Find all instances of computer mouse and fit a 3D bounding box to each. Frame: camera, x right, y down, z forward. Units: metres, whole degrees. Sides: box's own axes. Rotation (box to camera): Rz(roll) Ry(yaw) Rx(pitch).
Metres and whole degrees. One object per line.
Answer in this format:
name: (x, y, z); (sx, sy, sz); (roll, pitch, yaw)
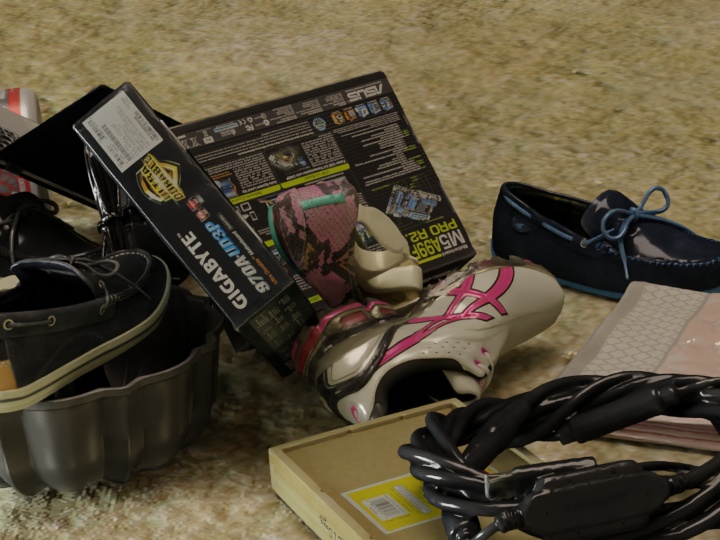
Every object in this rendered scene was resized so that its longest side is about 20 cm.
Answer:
computer mouse: (-0.144, -0.005, 1.305); (0.046, 0.141, 0.200); (-11, -18, 4)

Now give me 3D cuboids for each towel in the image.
towel: (0.229, 0.057, 1.140); (0.190, 0.032, 0.200); (5, 23, 26)

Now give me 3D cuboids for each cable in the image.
cable: (0.124, 0.097, 0.963); (0.199, 0.051, 0.163); (-12, 16, -14)

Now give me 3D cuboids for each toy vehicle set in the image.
toy vehicle set: (0.044, 0.128, 0.992); (0.124, 0.027, 0.200); (-13, 21, -21)

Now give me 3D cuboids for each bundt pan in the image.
bundt pan: (-0.178, 0.075, 1.125); (0.200, 0.076, 0.202); (-5, 20, 2)

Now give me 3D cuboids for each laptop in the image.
laptop: (-0.196, -0.110, 1.451); (0.187, 0.116, 0.200); (25, 16, -41)

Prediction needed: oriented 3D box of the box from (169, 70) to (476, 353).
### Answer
box: (-0.034, -0.046, 1.315); (0.199, 0.161, 0.044); (-20, -13, -34)

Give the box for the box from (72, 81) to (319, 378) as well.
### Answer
box: (-0.092, -0.020, 1.137); (0.046, 0.159, 0.200); (-39, -12, -3)

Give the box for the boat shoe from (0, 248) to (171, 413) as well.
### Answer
boat shoe: (-0.172, 0.020, 1.075); (0.074, 0.063, 0.200); (2, 19, 25)

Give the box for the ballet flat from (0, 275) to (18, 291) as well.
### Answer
ballet flat: (-0.266, 0.042, 1.239); (0.068, 0.069, 0.199); (31, 38, 33)

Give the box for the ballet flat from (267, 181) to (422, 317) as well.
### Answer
ballet flat: (0.000, 0.000, 1.173); (0.071, 0.070, 0.200); (-13, -26, 9)

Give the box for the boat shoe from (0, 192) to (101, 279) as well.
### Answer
boat shoe: (-0.266, -0.025, 1.429); (0.199, 0.063, 0.074); (16, 26, 42)

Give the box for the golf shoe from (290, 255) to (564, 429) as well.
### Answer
golf shoe: (0.057, 0.053, 1.157); (0.199, 0.073, 0.092); (-18, 50, -32)

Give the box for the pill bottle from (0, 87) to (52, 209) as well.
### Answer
pill bottle: (-0.370, -0.089, 1.574); (0.199, 0.117, 0.116); (-8, 20, -6)

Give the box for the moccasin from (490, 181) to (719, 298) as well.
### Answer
moccasin: (0.174, -0.024, 1.321); (0.199, 0.069, 0.080); (9, 24, 33)
